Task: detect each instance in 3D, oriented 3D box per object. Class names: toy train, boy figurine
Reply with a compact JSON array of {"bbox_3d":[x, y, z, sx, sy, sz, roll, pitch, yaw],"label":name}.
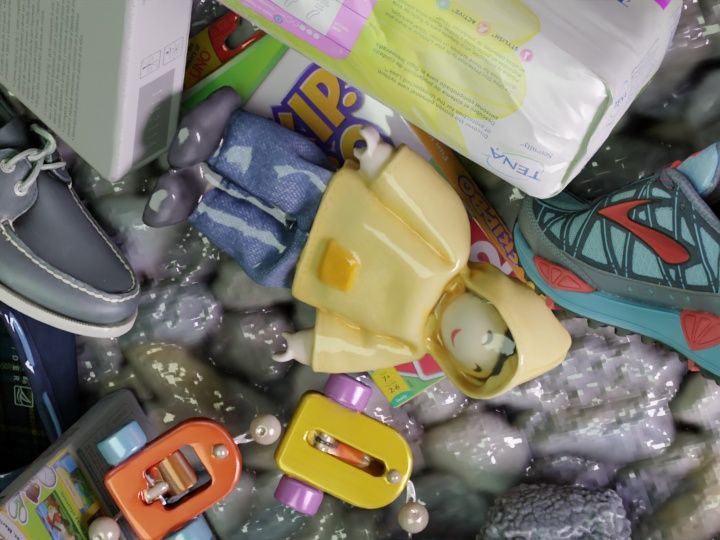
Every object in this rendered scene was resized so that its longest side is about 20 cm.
[{"bbox_3d":[-0.031,0.133,1.270,0.150,0.056,0.200,-38,95,-1],"label":"toy train"},{"bbox_3d":[0.000,0.000,1.195,0.200,0.064,0.125,33,115,8],"label":"boy figurine"}]

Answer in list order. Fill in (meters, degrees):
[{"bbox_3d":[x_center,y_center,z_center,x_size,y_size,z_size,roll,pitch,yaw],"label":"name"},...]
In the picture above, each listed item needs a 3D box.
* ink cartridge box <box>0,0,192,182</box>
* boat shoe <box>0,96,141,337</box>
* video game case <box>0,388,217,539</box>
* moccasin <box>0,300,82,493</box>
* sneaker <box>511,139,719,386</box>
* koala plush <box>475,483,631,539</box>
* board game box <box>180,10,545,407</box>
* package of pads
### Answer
[{"bbox_3d":[-0.147,-0.164,1.171,0.176,0.045,0.201,40,143,23],"label":"ink cartridge box"},{"bbox_3d":[-0.178,-0.049,1.262,0.200,0.073,0.062,43,122,5],"label":"boat shoe"},{"bbox_3d":[-0.109,0.181,1.265,0.023,0.182,0.201,-23,102,29],"label":"video game case"},{"bbox_3d":[-0.179,0.090,1.318,0.080,0.068,0.201,0,111,20],"label":"moccasin"},{"bbox_3d":[0.148,-0.015,1.133,0.200,0.079,0.096,25,112,45],"label":"sneaker"},{"bbox_3d":[0.159,0.201,1.196,0.199,0.178,0.184,-11,118,23],"label":"koala plush"},{"bbox_3d":[-0.003,-0.040,1.230,0.095,0.030,0.200,-32,95,27],"label":"board game box"},{"bbox_3d":[0.031,-0.123,1.110,0.199,0.155,0.068,32,118,5],"label":"package of pads"}]
